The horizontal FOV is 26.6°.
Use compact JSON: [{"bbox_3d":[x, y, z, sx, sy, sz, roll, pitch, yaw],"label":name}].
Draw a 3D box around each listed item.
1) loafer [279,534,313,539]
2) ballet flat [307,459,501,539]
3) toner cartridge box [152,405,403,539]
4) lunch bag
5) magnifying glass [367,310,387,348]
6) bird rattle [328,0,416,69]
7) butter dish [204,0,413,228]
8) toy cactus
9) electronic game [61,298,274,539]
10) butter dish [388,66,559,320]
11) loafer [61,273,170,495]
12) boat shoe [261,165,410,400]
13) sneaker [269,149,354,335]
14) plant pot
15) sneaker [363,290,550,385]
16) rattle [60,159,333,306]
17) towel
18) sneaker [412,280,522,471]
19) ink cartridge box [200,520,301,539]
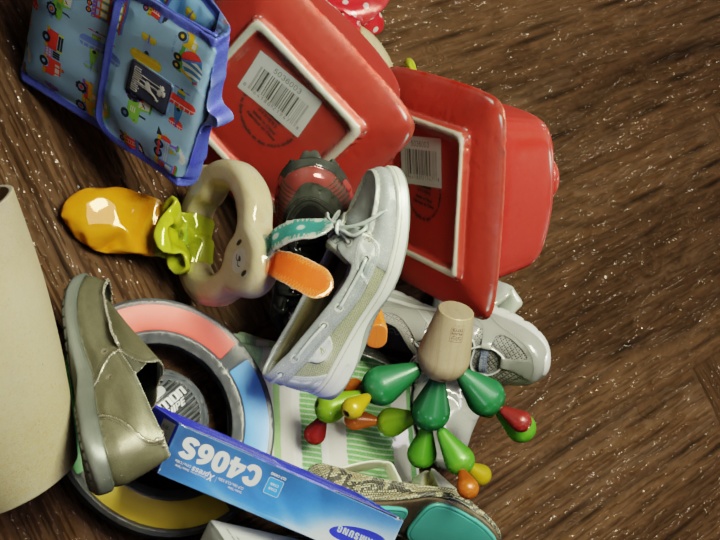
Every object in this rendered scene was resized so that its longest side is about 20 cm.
[{"bbox_3d":[-0.019,0.253,1.286,0.200,0.071,0.073,7,67,-37],"label":"loafer"},{"bbox_3d":[0.037,0.201,1.339,0.200,0.068,0.075,16,39,-31],"label":"ballet flat"},{"bbox_3d":[-0.074,0.167,1.189,0.200,0.095,0.043,26,86,-21],"label":"toner cartridge box"},{"bbox_3d":[-0.172,-0.174,1.235,0.200,0.151,0.094,40,43,24],"label":"lunch bag"},{"bbox_3d":[0.000,0.000,1.364,0.022,0.080,0.200,-1,34,-8],"label":"magnifying glass"},{"bbox_3d":[-0.018,-0.200,1.466,0.163,0.113,0.200,-27,87,-25],"label":"bird rattle"},{"bbox_3d":[-0.052,-0.161,1.354,0.200,0.199,0.148,47,37,-3],"label":"butter dish"},{"bbox_3d":[0.060,0.107,1.302,0.200,0.165,0.102,11,29,-2],"label":"toy cactus"},{"bbox_3d":[-0.160,0.118,1.237,0.200,0.042,0.200,12,65,-27],"label":"electronic game"},{"bbox_3d":[0.113,-0.079,1.380,0.148,0.200,0.200,-8,109,-29],"label":"butter dish"},{"bbox_3d":[-0.183,0.082,1.147,0.070,0.075,0.200,-8,49,-10],"label":"loafer"},{"bbox_3d":[-0.017,0.008,1.232,0.065,0.202,0.074,16,17,-24],"label":"boat shoe"},{"bbox_3d":[-0.040,-0.004,1.296,0.071,0.201,0.098,3,39,0],"label":"sneaker"},{"bbox_3d":[-0.289,0.070,1.090,0.187,0.187,0.200,-39,112,-42],"label":"plant pot"},{"bbox_3d":[0.071,0.074,1.370,0.082,0.200,0.075,-49,144,-55],"label":"sneaker"},{"bbox_3d":[-0.128,-0.032,1.232,0.143,0.200,0.130,31,92,-36],"label":"rattle"},{"bbox_3d":[-0.030,0.138,1.359,0.200,0.023,0.153,11,66,-36],"label":"towel"},{"bbox_3d":[0.102,0.092,1.439,0.070,0.080,0.200,45,48,-46],"label":"sneaker"},{"bbox_3d":[-0.050,0.293,1.191,0.200,0.085,0.145,20,102,-31],"label":"ink cartridge box"}]
